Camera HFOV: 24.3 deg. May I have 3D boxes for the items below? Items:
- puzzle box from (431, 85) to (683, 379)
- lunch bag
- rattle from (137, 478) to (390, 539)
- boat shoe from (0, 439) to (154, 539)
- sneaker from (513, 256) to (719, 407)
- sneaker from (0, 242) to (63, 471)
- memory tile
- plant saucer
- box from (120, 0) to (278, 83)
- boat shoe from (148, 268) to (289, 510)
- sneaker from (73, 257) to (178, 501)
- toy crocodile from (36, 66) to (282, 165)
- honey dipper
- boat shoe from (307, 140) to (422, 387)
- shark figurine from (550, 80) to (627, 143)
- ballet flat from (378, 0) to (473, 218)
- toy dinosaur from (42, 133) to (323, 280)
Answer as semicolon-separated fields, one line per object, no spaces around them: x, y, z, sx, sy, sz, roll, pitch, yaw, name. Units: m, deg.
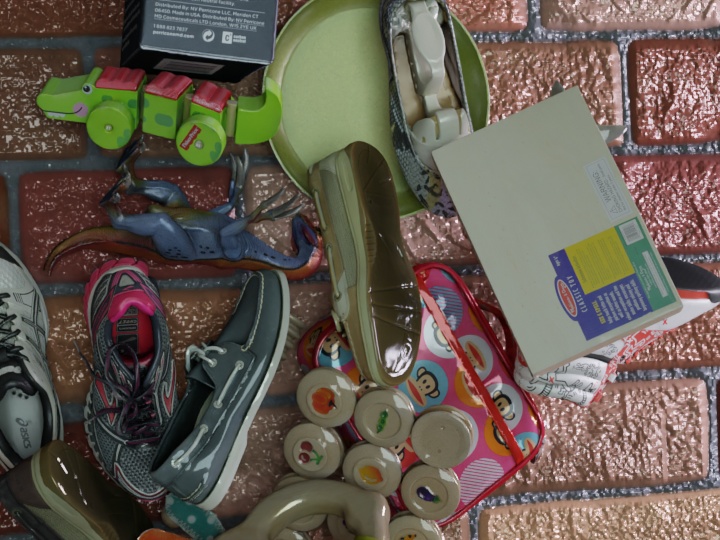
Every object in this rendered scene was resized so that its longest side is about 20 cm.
0.154;-0.031;1.325;0.132;0.025;0.202;-23;75;0;puzzle box
0.061;0.098;1.408;0.175;0.082;0.201;-34;99;-15;lunch bag
-0.064;0.246;1.349;0.198;0.143;0.131;-10;61;12;rattle
-0.217;0.205;1.317;0.065;0.072;0.201;-17;137;14;boat shoe
0.215;0.053;1.408;0.200;0.067;0.109;-5;119;-31;sneaker
-0.275;0.067;1.318;0.075;0.088;0.202;-18;93;-11;sneaker
0.002;0.184;1.359;0.152;0.017;0.202;18;113;8;memory tile
0.011;-0.143;1.415;0.198;0.031;0.202;0;91;-13;plant saucer
-0.124;-0.259;1.320;0.106;0.148;0.202;4;90;-14;box
-0.111;0.085;1.326;0.061;0.073;0.202;24;75;-23;boat shoe
-0.184;0.095;1.334;0.080;0.075;0.202;-12;112;-13;sneaker
-0.159;-0.132;1.331;0.198;0.068;0.062;10;120;7;toy crocodile
-0.110;0.122;1.382;0.038;0.038;0.201;32;82;-12;honey dipper
-0.002;-0.001;1.339;0.073;0.063;0.203;9;65;-52;boat shoe
0.166;-0.040;1.419;0.128;0.089;0.216;-35;129;-18;shark figurine
0.057;-0.142;1.376;0.071;0.072;0.203;-13;94;-13;ballet flat
-0.126;-0.033;1.379;0.181;0.105;0.200;38;117;-21;toy dinosaur
